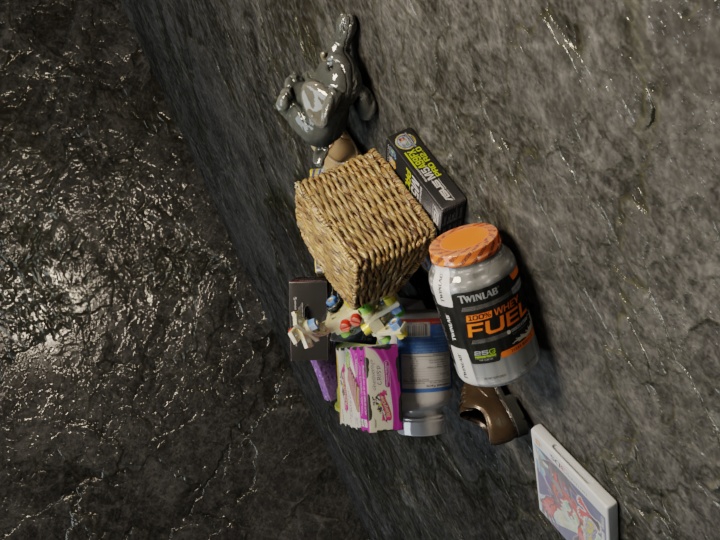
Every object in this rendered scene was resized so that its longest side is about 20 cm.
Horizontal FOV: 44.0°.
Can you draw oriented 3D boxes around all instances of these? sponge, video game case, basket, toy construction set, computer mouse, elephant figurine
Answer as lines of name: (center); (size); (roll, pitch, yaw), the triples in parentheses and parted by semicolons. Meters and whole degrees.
sponge: (-0.017, 0.178, 1.904); (0.030, 0.199, 0.112); (10, 127, 50)
video game case: (0.325, 0.358, 1.353); (0.182, 0.023, 0.201); (47, 157, 50)
basket: (0.007, -0.056, 1.359); (0.200, 0.148, 0.143); (54, 159, 30)
toy construction set: (-0.015, 0.077, 1.422); (0.132, 0.198, 0.093); (-78, -29, -55)
computer mouse: (0.113, 0.033, 1.564); (0.201, 0.034, 0.059); (64, 171, -23)
elephant figurine: (-0.044, -0.284, 1.422); (0.155, 0.142, 0.199); (40, 156, -20)

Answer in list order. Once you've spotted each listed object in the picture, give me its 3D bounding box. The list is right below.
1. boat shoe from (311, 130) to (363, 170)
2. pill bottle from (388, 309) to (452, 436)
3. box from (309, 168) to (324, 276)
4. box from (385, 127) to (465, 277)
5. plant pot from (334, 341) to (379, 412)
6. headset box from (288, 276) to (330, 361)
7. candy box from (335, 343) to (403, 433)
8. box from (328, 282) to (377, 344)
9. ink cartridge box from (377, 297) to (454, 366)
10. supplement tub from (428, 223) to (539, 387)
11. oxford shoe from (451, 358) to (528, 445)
boat shoe: (-0.052, -0.232, 1.611); (0.200, 0.071, 0.065); (47, 158, 52)
pill bottle: (0.097, 0.167, 1.482); (0.112, 0.111, 0.202); (-177, 85, -73)
box: (-0.058, -0.092, 1.708); (0.064, 0.069, 0.202); (88, 178, -83)
box: (0.095, -0.096, 1.375); (0.161, 0.044, 0.201); (57, 163, 29)
plant pot: (0.025, 0.171, 1.813); (0.200, 0.199, 0.186); (180, 76, -74)
headset box: (-0.094, 0.090, 1.723); (0.200, 0.076, 0.150); (-58, -33, -86)
candy box: (0.011, 0.192, 1.477); (0.200, 0.060, 0.138); (155, 112, -75)
box: (0.000, 0.000, 1.554); (0.165, 0.085, 0.201); (-95, 14, -51)
ink cartridge box: (0.097, 0.147, 1.639); (0.177, 0.083, 0.200); (63, 173, -4)
supplement tub: (0.165, 0.046, 1.211); (0.122, 0.122, 0.201); (33, 146, 63)
oxford shoe: (0.187, 0.195, 1.446); (0.073, 0.084, 0.201); (75, 168, -49)
